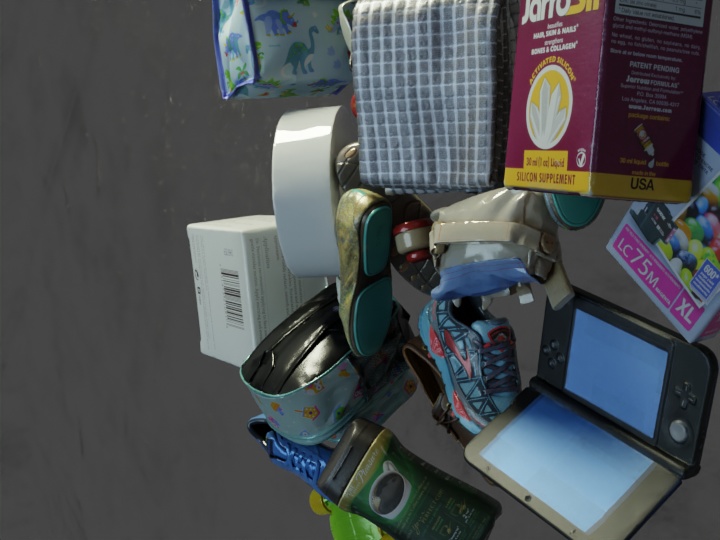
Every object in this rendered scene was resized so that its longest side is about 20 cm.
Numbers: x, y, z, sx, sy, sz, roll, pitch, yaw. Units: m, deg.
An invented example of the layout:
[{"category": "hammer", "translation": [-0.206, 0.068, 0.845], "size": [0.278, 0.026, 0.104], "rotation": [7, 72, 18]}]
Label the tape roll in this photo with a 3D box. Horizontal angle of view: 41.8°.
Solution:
[{"category": "tape roll", "translation": [-0.046, -0.094, 1.130], "size": [0.202, 0.070, 0.206], "rotation": [-3, -90, -78]}]

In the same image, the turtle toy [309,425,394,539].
[{"category": "turtle toy", "translation": [0.015, 0.294, 1.212], "size": [0.145, 0.100, 0.203], "rotation": [-24, 76, 43]}]

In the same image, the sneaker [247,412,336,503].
[{"category": "sneaker", "translation": [-0.073, 0.238, 1.183], "size": [0.199, 0.078, 0.067], "rotation": [31, 107, 46]}]

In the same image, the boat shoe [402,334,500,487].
[{"category": "boat shoe", "translation": [0.109, 0.156, 1.059], "size": [0.201, 0.067, 0.072], "rotation": [62, 143, 27]}]

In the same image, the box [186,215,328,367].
[{"category": "box", "translation": [-0.149, 0.026, 1.375], "size": [0.199, 0.129, 0.202], "rotation": [7, 104, 57]}]

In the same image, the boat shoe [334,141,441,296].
[{"category": "boat shoe", "translation": [0.046, -0.064, 1.076], "size": [0.201, 0.074, 0.073], "rotation": [57, -170, -11]}]

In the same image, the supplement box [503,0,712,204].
[{"category": "supplement box", "translation": [0.198, -0.160, 0.763], "size": [0.131, 0.102, 0.203], "rotation": [-163, 76, -68]}]

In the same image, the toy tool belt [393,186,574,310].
[{"category": "toy tool belt", "translation": [0.118, -0.007, 0.944], "size": [0.199, 0.124, 0.125], "rotation": [-17, 83, 44]}]

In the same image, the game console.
[{"category": "game console", "translation": [0.200, 0.127, 0.861], "size": [0.199, 0.117, 0.173], "rotation": [29, 122, 51]}]

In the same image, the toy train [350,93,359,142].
[{"category": "toy train", "translation": [0.055, -0.177, 1.058], "size": [0.115, 0.084, 0.203], "rotation": [24, 119, 37]}]

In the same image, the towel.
[{"category": "towel", "translation": [0.076, -0.174, 0.944], "size": [0.163, 0.085, 0.203], "rotation": [2, 101, 25]}]

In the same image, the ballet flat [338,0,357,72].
[{"category": "ballet flat", "translation": [0.007, -0.322, 1.094], "size": [0.073, 0.072, 0.203], "rotation": [16, 111, 55]}]

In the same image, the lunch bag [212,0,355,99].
[{"category": "lunch bag", "translation": [-0.089, -0.321, 1.153], "size": [0.127, 0.168, 0.203], "rotation": [-11, 87, 58]}]

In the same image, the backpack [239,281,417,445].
[{"category": "backpack", "translation": [-0.040, 0.124, 1.165], "size": [0.175, 0.199, 0.155], "rotation": [20, 136, 54]}]

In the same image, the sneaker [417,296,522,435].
[{"category": "sneaker", "translation": [0.128, 0.094, 1.004], "size": [0.201, 0.079, 0.096], "rotation": [60, 140, 29]}]

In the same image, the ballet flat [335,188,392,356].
[{"category": "ballet flat", "translation": [0.000, 0.000, 1.044], "size": [0.071, 0.070, 0.202], "rotation": [41, 140, 45]}]

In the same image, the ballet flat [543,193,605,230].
[{"category": "ballet flat", "translation": [0.190, -0.140, 0.871], "size": [0.074, 0.073, 0.203], "rotation": [11, 105, 56]}]

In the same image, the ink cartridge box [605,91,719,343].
[{"category": "ink cartridge box", "translation": [0.286, -0.053, 0.755], "size": [0.120, 0.042, 0.201], "rotation": [56, 139, 33]}]

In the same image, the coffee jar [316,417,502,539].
[{"category": "coffee jar", "translation": [0.053, 0.256, 1.068], "size": [0.199, 0.085, 0.105], "rotation": [32, 92, 12]}]
